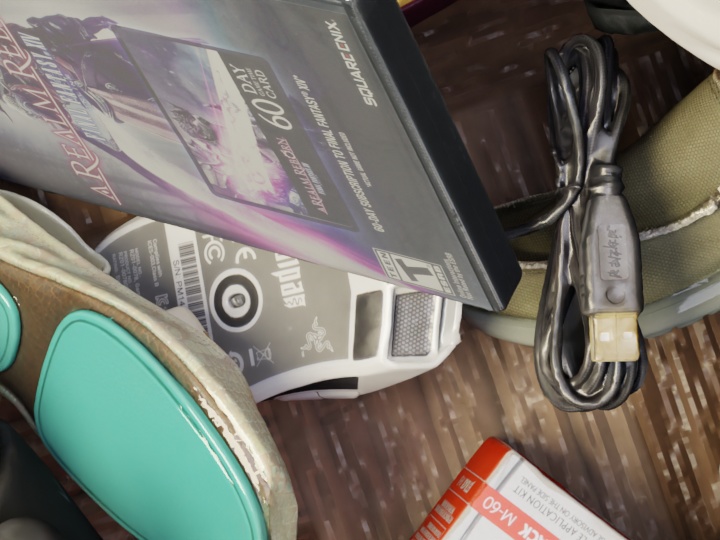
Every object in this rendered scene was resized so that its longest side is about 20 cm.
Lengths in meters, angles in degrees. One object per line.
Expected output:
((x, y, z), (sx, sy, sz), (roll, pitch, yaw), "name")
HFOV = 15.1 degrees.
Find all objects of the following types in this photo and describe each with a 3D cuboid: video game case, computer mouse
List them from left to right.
((-0.061, -0.055, 0.775), (0.200, 0.143, 0.019), (14, 62, 29), "video game case")
((0.000, 0.000, 0.837), (0.200, 0.044, 0.110), (-11, 86, 30), "computer mouse")

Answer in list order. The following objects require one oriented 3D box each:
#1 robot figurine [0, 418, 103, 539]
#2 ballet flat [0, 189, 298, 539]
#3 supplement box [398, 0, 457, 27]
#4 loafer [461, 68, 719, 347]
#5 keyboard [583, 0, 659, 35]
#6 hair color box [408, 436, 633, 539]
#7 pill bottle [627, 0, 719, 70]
((-0.129, 0.115, 0.803), (0.150, 0.125, 0.200), (-31, 114, 8), "robot figurine")
((-0.083, 0.018, 0.825), (0.200, 0.062, 0.068), (37, 127, 19), "ballet flat")
((-0.024, -0.169, 0.844), (0.110, 0.086, 0.200), (-29, 91, -3), "supplement box")
((0.115, -0.034, 0.832), (0.200, 0.075, 0.070), (-18, 112, 18), "loafer")
((0.118, -0.148, 0.818), (0.040, 0.104, 0.200), (54, 51, -28), "keyboard")
((0.027, 0.165, 0.856), (0.111, 0.064, 0.200), (37, 89, -3), "hair color box")
((0.146, -0.150, 0.702), (0.112, 0.112, 0.200), (42, 77, -2), "pill bottle")
